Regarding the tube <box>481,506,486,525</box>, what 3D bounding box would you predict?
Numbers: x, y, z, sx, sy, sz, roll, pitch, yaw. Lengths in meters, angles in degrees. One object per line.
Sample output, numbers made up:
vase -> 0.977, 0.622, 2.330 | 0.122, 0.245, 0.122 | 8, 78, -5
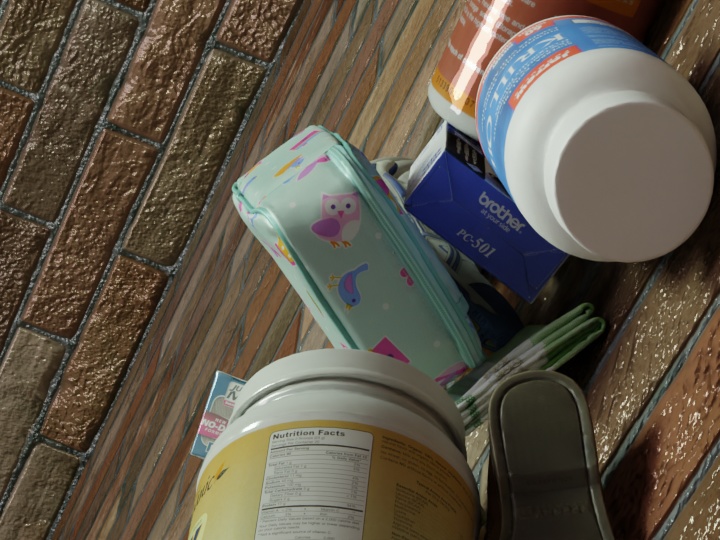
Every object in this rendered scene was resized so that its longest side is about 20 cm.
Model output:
tube -> -0.019, 0.184, 1.290 | 0.200, 0.052, 0.058 | -38, 32, -9

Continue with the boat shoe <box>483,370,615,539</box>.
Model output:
boat shoe -> 0.093, 0.147, 1.118 | 0.068, 0.071, 0.201 | 82, -168, -51

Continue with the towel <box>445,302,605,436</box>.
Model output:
towel -> 0.037, 0.085, 1.326 | 0.200, 0.031, 0.149 | -35, 3, -17

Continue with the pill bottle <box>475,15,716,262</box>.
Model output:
pill bottle -> 0.127, -0.069, 1.236 | 0.200, 0.112, 0.113 | -111, 44, -76

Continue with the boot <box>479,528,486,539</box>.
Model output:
boot -> 0.018, 0.250, 1.231 | 0.156, 0.073, 0.200 | -57, 8, 43

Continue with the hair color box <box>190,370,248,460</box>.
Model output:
hair color box -> -0.043, 0.123, 1.586 | 0.200, 0.100, 0.061 | 50, -122, -77

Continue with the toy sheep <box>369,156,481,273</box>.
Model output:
toy sheep -> 0.028, -0.021, 1.632 | 0.200, 0.137, 0.138 | -46, 24, 52

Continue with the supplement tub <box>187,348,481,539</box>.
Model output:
supplement tub -> -0.015, 0.151, 1.116 | 0.201, 0.144, 0.145 | -82, 17, -46

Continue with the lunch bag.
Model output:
lunch bag -> 0.000, 0.000, 1.347 | 0.077, 0.161, 0.200 | -36, 11, -2

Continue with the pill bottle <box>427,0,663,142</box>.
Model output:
pill bottle -> 0.129, -0.172, 1.442 | 0.112, 0.112, 0.201 | -96, 29, -70

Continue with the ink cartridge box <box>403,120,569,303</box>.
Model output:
ink cartridge box -> 0.076, -0.040, 1.398 | 0.044, 0.094, 0.200 | -52, 4, 8

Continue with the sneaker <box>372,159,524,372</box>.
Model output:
sneaker -> 0.047, -0.013, 1.489 | 0.088, 0.200, 0.076 | -28, -38, -30
